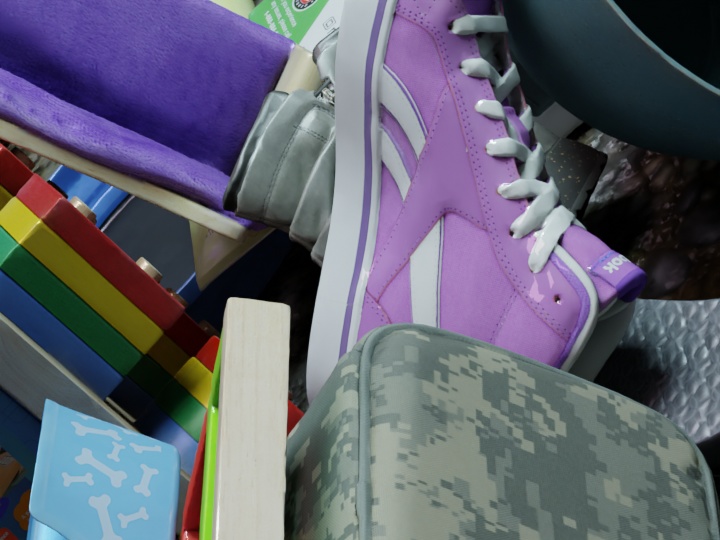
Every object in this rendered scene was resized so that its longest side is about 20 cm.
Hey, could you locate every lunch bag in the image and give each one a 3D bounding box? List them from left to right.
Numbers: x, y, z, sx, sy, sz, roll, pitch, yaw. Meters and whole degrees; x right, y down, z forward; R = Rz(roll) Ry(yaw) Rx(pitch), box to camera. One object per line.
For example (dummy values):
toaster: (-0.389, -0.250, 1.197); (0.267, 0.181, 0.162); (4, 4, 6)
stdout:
lunch bag: (0.022, 0.140, 0.776); (0.168, 0.139, 0.200); (-56, 21, 34)

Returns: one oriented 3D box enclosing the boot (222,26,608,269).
boot: (0.000, 0.000, 0.974); (0.200, 0.130, 0.068); (-59, -7, -30)

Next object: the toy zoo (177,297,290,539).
toy zoo: (-0.048, 0.124, 0.766); (0.131, 0.020, 0.200); (-89, 10, -46)

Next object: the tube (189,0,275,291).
tube: (-0.060, -0.075, 1.157); (0.200, 0.052, 0.058); (-107, 22, -50)

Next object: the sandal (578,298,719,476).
sandal: (0.126, 0.043, 0.865); (0.200, 0.043, 0.076); (-14, 52, 37)

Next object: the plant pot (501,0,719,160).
plant pot: (0.123, -0.123, 0.941); (0.200, 0.200, 0.135); (-63, 12, -28)

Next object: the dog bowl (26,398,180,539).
dog bowl: (-0.092, 0.139, 0.822); (0.112, 0.049, 0.200); (108, 167, -57)

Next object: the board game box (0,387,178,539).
board game box: (-0.191, 0.101, 1.031); (0.152, 0.200, 0.045); (-44, 30, 1)

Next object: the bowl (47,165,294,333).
bowl: (-0.102, -0.017, 1.224); (0.200, 0.039, 0.201); (-32, 33, 23)

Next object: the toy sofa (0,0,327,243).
toy sofa: (-0.116, -0.089, 1.023); (0.083, 0.200, 0.098); (-65, 18, 5)

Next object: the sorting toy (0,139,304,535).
sorting toy: (-0.101, 0.029, 1.005); (0.070, 0.199, 0.200); (-48, 30, -4)

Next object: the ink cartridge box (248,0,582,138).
ink cartridge box: (0.060, -0.123, 1.101); (0.200, 0.083, 0.147); (-40, 31, 10)

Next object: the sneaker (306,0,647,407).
sneaker: (0.051, -0.035, 0.868); (0.114, 0.073, 0.201); (10, 102, 27)
